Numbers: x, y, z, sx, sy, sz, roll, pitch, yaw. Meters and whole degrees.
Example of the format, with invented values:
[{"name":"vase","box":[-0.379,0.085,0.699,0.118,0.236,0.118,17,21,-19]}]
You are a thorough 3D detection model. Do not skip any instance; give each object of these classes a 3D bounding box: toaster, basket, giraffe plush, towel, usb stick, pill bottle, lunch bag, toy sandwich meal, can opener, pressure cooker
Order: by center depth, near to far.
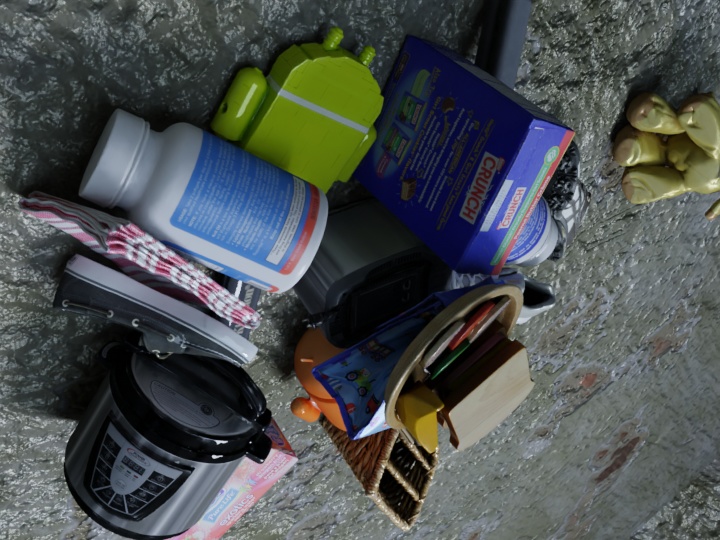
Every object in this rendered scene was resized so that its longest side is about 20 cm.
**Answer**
[{"name":"pill bottle","box":[-0.139,-0.064,0.685,0.200,0.112,0.112,25,109,-26]},{"name":"towel","box":[-0.198,-0.003,0.699,0.200,0.146,0.030,44,69,-51]},{"name":"toy sandwich meal","box":[0.106,0.102,0.743,0.205,0.070,0.205,-34,150,-23]},{"name":"lunch bag","box":[0.073,0.079,0.813,0.200,0.094,0.150,-45,158,28]},{"name":"pressure cooker","box":[-0.203,0.161,0.816,0.176,0.179,0.200,15,119,-45]},{"name":"can opener","box":[0.154,-0.193,0.828,0.067,0.053,0.200,7,98,-34]},{"name":"toaster","box":[0.000,0.000,0.871,0.200,0.129,0.114,-22,136,-23]},{"name":"usb stick","box":[-0.144,0.045,0.871,0.055,0.033,0.200,-5,128,-35]},{"name":"pill bottle","box":[0.170,-0.071,0.958,0.112,0.112,0.200,-51,139,11]},{"name":"giraffe plush","box":[0.479,-0.182,1.095,0.162,0.200,0.173,-40,148,-51]},{"name":"basket","box":[0.058,0.275,1.153,0.143,0.149,0.200,-37,139,-6]}]

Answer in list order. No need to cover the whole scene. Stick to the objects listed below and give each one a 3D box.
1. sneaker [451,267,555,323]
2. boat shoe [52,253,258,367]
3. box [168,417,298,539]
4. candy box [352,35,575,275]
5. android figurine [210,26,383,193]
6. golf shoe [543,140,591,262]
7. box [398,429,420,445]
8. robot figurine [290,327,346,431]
[{"name":"sneaker","box":[0.161,0.017,0.982,0.200,0.076,0.092,9,164,-21]},{"name":"boat shoe","box":[-0.199,0.052,0.743,0.200,0.069,0.057,27,79,-10]},{"name":"box","box":[-0.194,0.264,0.975,0.200,0.103,0.095,-45,141,5]},{"name":"candy box","box":[0.096,-0.119,0.785,0.077,0.200,0.169,2,124,-40]},{"name":"android figurine","box":[-0.057,-0.145,0.763,0.182,0.041,0.200,12,119,-44]},{"name":"golf shoe","box":[0.275,-0.110,1.053,0.094,0.078,0.200,-39,146,-31]},{"name":"box","box":[0.075,0.112,1.023,0.164,0.021,0.200,59,42,-50]},{"name":"robot figurine","box":[-0.017,0.137,0.992,0.144,0.117,0.200,-11,141,13]}]
